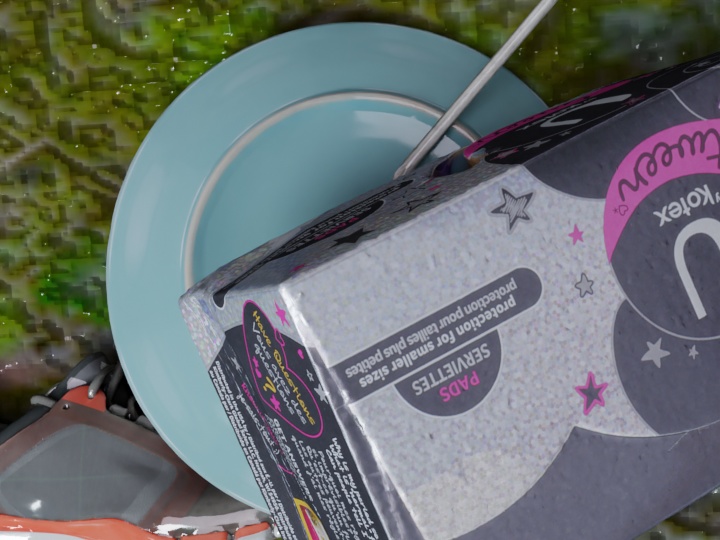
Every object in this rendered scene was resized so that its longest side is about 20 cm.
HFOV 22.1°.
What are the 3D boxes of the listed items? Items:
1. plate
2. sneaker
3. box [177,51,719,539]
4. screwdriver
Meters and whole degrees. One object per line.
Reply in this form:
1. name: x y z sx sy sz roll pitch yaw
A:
1. plate: 0.000 0.000 0.711 0.199 0.026 0.201 0 84 -2
2. sneaker: -0.094 0.074 0.757 0.199 0.077 0.082 -4 90 13
3. box: 0.061 0.021 0.634 0.199 0.115 0.133 -27 98 -22
4. screwdriver: 0.078 -0.108 0.687 0.028 0.029 0.200 39 90 -20
